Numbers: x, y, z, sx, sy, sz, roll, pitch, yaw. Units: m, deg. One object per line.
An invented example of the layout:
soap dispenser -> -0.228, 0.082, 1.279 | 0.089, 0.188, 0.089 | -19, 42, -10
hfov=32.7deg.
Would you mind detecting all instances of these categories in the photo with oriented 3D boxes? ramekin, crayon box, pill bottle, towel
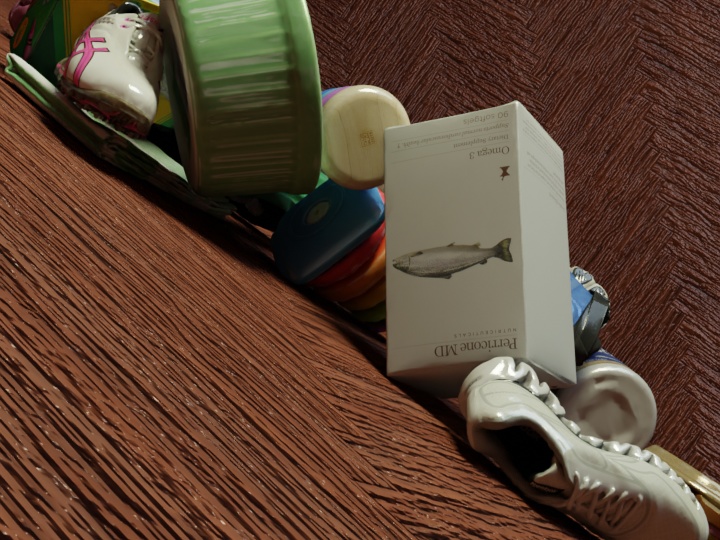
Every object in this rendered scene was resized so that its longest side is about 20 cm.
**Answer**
ramekin -> -0.101, -0.154, 0.991 | 0.097, 0.201, 0.200 | -9, 17, -13
crayon box -> -0.200, -0.205, 1.111 | 0.199, 0.119, 0.058 | 15, 38, -36
pill bottle -> 0.223, 0.127, 1.289 | 0.111, 0.111, 0.200 | 35, 4, -15
towel -> -0.205, -0.112, 1.057 | 0.152, 0.023, 0.200 | 37, 4, 28

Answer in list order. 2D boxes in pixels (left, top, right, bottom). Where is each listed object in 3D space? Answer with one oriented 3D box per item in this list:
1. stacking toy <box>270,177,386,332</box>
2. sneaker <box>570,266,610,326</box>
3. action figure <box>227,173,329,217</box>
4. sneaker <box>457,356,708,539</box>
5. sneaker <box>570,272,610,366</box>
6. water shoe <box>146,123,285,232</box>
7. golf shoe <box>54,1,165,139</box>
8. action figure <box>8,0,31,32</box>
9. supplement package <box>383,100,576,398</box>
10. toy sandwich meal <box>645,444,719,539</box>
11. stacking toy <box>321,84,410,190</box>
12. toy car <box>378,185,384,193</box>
stacking toy -> 0.020, 0.011, 1.107 | 0.200, 0.110, 0.116 | 46, 13, -31
sneaker -> 0.166, 0.038, 1.310 | 0.199, 0.081, 0.084 | 4, -32, 16
action figure -> -0.091, -0.090, 1.151 | 0.200, 0.054, 0.119 | 10, 63, -60
sneaker -> 0.150, 0.143, 0.835 | 0.199, 0.075, 0.081 | 34, 17, -2
sneaker -> 0.192, 0.021, 1.228 | 0.111, 0.077, 0.200 | 32, 26, -16
water shoe -> -0.138, -0.090, 1.228 | 0.200, 0.072, 0.079 | 37, 31, -13
golf shoe -> -0.191, -0.166, 0.967 | 0.072, 0.092, 0.200 | 30, 9, -28
action figure -> -0.339, -0.258, 1.362 | 0.199, 0.135, 0.149 | 24, 39, 35
supplement package -> 0.093, -0.010, 0.956 | 0.116, 0.201, 0.117 | -9, -18, 25
toy sandwich meal -> 0.376, 0.267, 1.338 | 0.205, 0.070, 0.205 | 33, 0, 0
stacking toy -> -0.031, -0.129, 1.075 | 0.085, 0.086, 0.200 | 34, 0, -26
toy car -> 0.072, -0.078, 1.196 | 0.200, 0.177, 0.185 | 37, 26, -17
